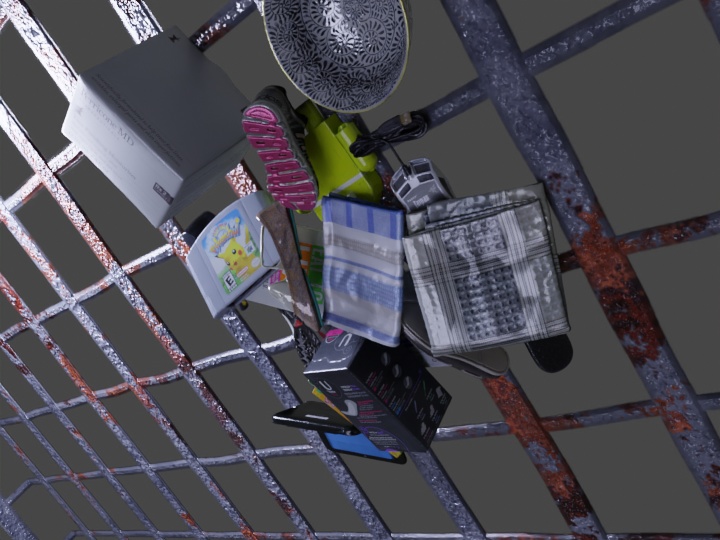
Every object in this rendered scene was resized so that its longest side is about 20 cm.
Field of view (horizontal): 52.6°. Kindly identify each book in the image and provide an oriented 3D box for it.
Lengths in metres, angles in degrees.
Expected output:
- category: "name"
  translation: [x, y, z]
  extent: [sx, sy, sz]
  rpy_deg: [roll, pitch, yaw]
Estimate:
- category: "book"
  translation: [-0.100, -0.004, 1.165]
  extent: [0.197, 0.048, 0.136]
  rpy_deg: [11, 98, 29]

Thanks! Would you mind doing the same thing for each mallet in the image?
- category: "mallet"
  translation: [-0.253, -0.003, 1.290]
  extent: [0.041, 0.066, 0.203]
  rpy_deg: [5, 125, 36]

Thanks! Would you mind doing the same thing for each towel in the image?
- category: "towel"
  translation: [0.000, 0.000, 1.029]
  extent: [0.145, 0.024, 0.204]
  rpy_deg: [17, 116, 36]
- category: "towel"
  translation: [0.159, 0.001, 0.934]
  extent: [0.189, 0.034, 0.204]
  rpy_deg: [-12, 96, 20]

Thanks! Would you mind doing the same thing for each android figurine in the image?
- category: "android figurine"
  translation: [-0.046, -0.141, 1.053]
  extent: [0.181, 0.041, 0.202]
  rpy_deg: [-24, 104, 44]

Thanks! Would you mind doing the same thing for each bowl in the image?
- category: "bowl"
  translation: [-0.010, -0.300, 0.863]
  extent: [0.198, 0.094, 0.204]
  rpy_deg: [19, 131, 23]

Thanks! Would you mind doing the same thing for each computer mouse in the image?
- category: "computer mouse"
  translation: [0.078, -0.111, 0.974]
  extent: [0.108, 0.044, 0.202]
  rpy_deg: [-28, 106, 19]

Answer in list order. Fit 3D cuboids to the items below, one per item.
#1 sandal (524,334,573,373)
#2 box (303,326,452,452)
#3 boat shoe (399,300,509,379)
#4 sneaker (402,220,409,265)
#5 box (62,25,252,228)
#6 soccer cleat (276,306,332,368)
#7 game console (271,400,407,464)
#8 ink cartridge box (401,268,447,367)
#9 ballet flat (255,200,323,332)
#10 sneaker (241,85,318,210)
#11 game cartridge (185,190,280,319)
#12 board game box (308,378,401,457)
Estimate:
- category: "sandal"
  translation: [0.220, 0.045, 0.983]
  extent: [0.202, 0.074, 0.045]
  rpy_deg: [63, 177, -8]
- category: "box"
  translation: [0.029, 0.181, 1.141]
  extent: [0.121, 0.107, 0.200]
  rpy_deg: [-14, 125, 49]
- category: "boat shoe"
  translation: [0.126, 0.111, 1.070]
  extent: [0.198, 0.068, 0.057]
  rpy_deg: [27, 146, -16]
- category: "sneaker"
  translation: [0.109, 0.013, 1.030]
  extent: [0.199, 0.079, 0.089]
  rpy_deg: [40, 134, 3]
- category: "box"
  translation: [-0.280, -0.210, 1.052]
  extent: [0.199, 0.200, 0.131]
  rpy_deg: [45, 137, -2]
- category: "soccer cleat"
  translation: [-0.093, 0.067, 1.234]
  extent: [0.067, 0.073, 0.203]
  rpy_deg: [-22, 90, 27]
- category: "game console"
  translation: [-0.038, 0.313, 1.347]
  extent: [0.197, 0.175, 0.119]
  rpy_deg: [-1, 94, 35]
- category: "ink cartridge box"
  translation: [0.071, 0.060, 1.123]
  extent: [0.098, 0.039, 0.202]
  rpy_deg: [-8, 119, 41]
- category: "ballet flat"
  translation: [-0.111, 0.000, 1.085]
  extent: [0.068, 0.066, 0.204]
  rpy_deg: [166, 89, -84]
- category: "sneaker"
  translation: [-0.099, -0.169, 1.000]
  extent: [0.072, 0.089, 0.201]
  rpy_deg: [-2, 141, 20]
- category: "game cartridge"
  translation: [-0.198, -0.031, 1.178]
  extent: [0.199, 0.040, 0.135]
  rpy_deg: [-39, 68, 24]
- category: "board game box"
  translation: [0.008, 0.222, 1.251]
  extent: [0.199, 0.096, 0.030]
  rpy_deg: [38, 138, 5]
